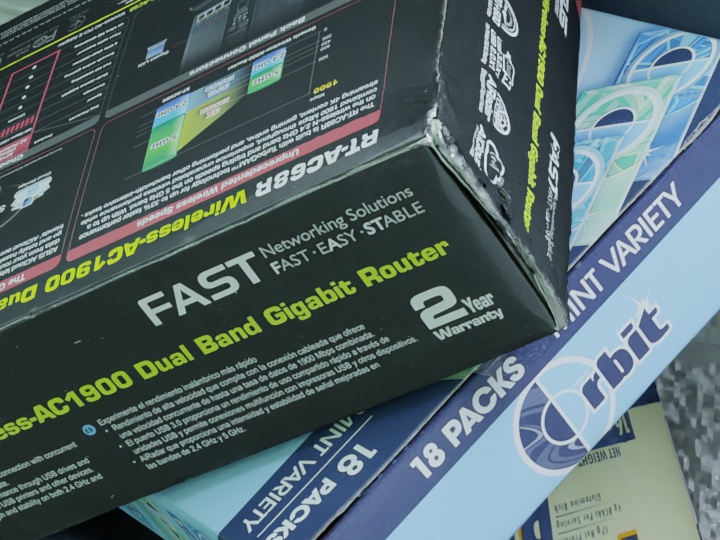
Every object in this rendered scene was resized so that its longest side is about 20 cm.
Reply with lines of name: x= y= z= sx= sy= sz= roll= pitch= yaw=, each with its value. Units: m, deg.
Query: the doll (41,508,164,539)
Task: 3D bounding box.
doll: x=-0.106 y=0.091 z=0.833 sx=0.048 sy=0.136 sz=0.200 roll=103 pitch=161 yaw=-61

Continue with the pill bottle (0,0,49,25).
pill bottle: x=-0.076 y=-0.153 z=0.706 sx=0.111 sy=0.111 sz=0.200 roll=16 pitch=122 yaw=33

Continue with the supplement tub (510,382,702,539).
supplement tub: x=0.037 y=0.124 z=0.735 sx=0.145 sy=0.145 sz=0.200 roll=-20 pitch=83 yaw=35

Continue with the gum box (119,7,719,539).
gum box: x=0.000 y=0.000 z=0.668 sx=0.170 sy=0.045 sz=0.200 roll=-46 pitch=30 yaw=-13

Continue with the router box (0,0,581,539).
router box: x=-0.043 y=-0.020 z=0.633 sx=0.200 sy=0.150 sz=0.062 roll=-23 pitch=123 yaw=24

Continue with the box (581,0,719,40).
box: x=0.075 y=-0.134 z=0.653 sx=0.200 sy=0.051 sz=0.158 roll=33 pitch=136 yaw=45
